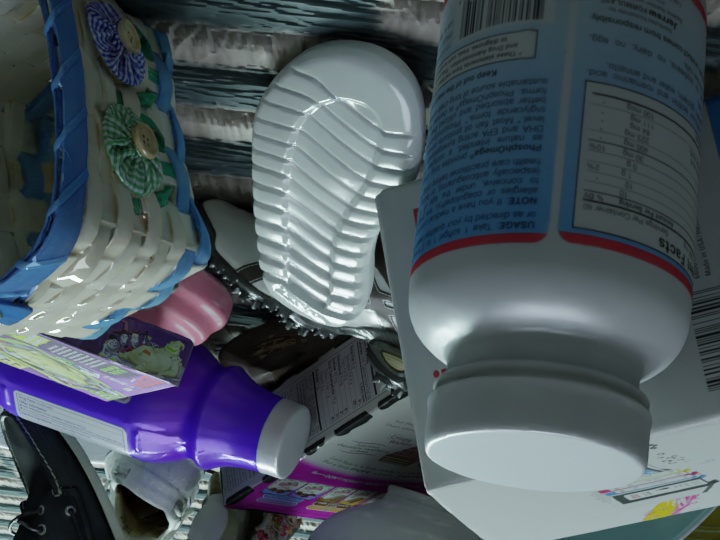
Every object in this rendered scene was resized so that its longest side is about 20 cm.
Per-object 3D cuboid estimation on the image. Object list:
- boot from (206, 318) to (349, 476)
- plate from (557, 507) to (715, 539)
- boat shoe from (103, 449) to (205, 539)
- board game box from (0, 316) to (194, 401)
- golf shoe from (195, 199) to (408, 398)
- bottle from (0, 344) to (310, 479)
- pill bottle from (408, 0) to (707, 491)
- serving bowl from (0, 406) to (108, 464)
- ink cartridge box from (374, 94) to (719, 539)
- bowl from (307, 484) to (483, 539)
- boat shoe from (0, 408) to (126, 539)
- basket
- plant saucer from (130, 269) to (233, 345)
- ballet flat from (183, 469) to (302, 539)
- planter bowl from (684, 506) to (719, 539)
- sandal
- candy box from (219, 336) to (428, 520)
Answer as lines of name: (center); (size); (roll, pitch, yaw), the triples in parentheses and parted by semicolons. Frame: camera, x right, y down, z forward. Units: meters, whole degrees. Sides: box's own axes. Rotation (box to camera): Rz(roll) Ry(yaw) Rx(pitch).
boot: (-0.067, 0.087, 1.202); (0.186, 0.064, 0.200); (-13, 158, 14)
plate: (0.162, 0.105, 1.020); (0.026, 0.200, 0.200); (45, 147, -14)
boat shoe: (-0.150, 0.161, 1.181); (0.075, 0.086, 0.202); (33, 158, -6)
board game box: (-0.168, 0.035, 0.928); (0.120, 0.032, 0.200); (27, 166, -14)
golf shoe: (0.000, 0.000, 0.958); (0.200, 0.095, 0.078); (31, -170, 1)
bottle: (-0.129, 0.076, 1.075); (0.200, 0.084, 0.065); (16, 133, 18)
pill bottle: (0.076, -0.022, 0.672); (0.108, 0.201, 0.109); (7, 159, 3)
serving bowl: (-0.213, 0.081, 1.235); (0.199, 0.066, 0.200); (7, 159, 3)
ink cartridge box: (0.128, 0.028, 0.797); (0.199, 0.148, 0.145); (-14, 156, 13)
bowl: (0.050, 0.194, 1.105); (0.201, 0.091, 0.201); (19, 172, 3)
boat shoe: (-0.193, 0.175, 1.121); (0.066, 0.200, 0.074); (-27, -179, -29)
basket: (-0.167, -0.058, 0.718); (0.200, 0.177, 0.139); (8, 149, -43)
plant saucer: (-0.173, 0.006, 0.986); (0.200, 0.051, 0.201); (18, 166, 5)
ballet flat: (-0.084, 0.170, 1.166); (0.075, 0.064, 0.200); (-8, -159, 10)
planter bowl: (0.214, 0.144, 1.177); (0.200, 0.084, 0.200); (6, -167, -1)
sandal: (-0.012, -0.049, 0.847); (0.082, 0.050, 0.203); (27, 143, 5)
candy box: (0.019, 0.097, 1.114); (0.136, 0.061, 0.200); (14, 145, -39)
